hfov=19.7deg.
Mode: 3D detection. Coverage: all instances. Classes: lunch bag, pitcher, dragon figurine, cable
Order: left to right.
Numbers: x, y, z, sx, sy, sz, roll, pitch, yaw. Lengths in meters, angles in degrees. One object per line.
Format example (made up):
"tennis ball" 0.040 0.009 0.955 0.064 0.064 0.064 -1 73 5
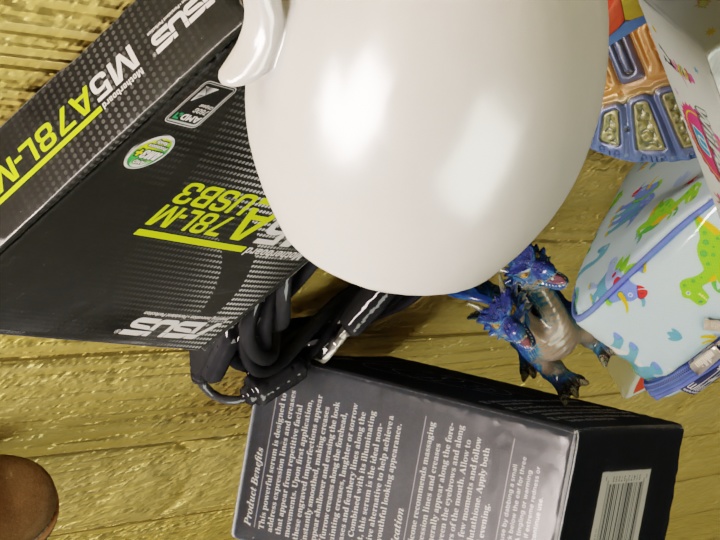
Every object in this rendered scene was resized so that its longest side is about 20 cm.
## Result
"cable" 0.000 0.000 1.029 0.162 0.051 0.200 -20 158 -27
"pitcher" 0.005 -0.096 0.673 0.170 0.121 0.201 -3 123 -23
"dragon figurine" 0.085 0.012 1.139 0.059 0.100 0.200 -42 -161 1
"lunch bag" 0.195 -0.036 1.053 0.161 0.082 0.200 -44 -172 33

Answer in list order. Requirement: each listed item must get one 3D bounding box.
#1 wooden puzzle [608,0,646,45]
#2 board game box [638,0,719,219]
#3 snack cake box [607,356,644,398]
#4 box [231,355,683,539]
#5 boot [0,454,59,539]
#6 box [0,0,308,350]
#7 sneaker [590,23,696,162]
"wooden puzzle" 0.129 -0.151 0.848 0.184 0.047 0.200 -31 160 4
"board game box" 0.232 -0.102 0.875 0.199 0.064 0.148 -32 130 -4
"snack cake box" 0.248 -0.004 1.349 0.199 0.068 0.115 -25 162 -13
"box" 0.054 0.116 1.150 0.148 0.199 0.108 6 96 -59
"boot" -0.221 0.114 0.978 0.199 0.074 0.076 -9 142 -41
"box" -0.064 -0.041 0.843 0.193 0.048 0.199 -41 157 21
"sneaker" 0.186 -0.112 0.982 0.198 0.076 0.088 -18 -160 14
